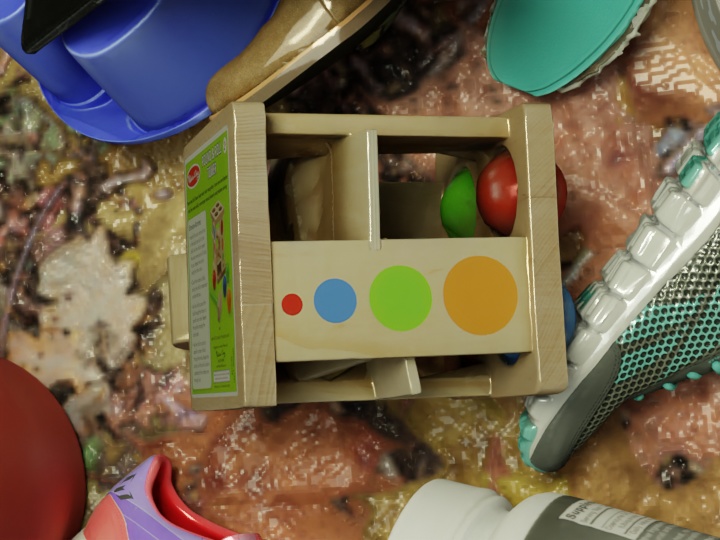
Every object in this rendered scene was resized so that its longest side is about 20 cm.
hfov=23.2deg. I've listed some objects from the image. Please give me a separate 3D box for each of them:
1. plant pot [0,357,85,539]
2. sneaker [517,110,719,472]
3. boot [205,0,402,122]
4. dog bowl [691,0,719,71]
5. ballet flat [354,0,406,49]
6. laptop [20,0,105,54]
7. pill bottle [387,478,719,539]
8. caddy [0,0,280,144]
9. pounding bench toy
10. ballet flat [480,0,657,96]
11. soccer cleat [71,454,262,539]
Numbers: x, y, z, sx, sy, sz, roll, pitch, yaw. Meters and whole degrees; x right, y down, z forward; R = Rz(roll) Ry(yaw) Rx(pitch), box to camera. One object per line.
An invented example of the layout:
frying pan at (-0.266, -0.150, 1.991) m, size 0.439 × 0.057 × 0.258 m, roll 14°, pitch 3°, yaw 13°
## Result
plant pot at (-0.233, 0.109, 0.841) m, size 0.200 × 0.177 × 0.201 m, roll -1°, pitch 88°, yaw 16°
sneaker at (0.149, 0.023, 0.791) m, size 0.091 × 0.078 × 0.200 m, roll 36°, pitch 106°, yaw -1°
boot at (-0.006, -0.145, 0.785) m, size 0.200 × 0.074 × 0.075 m, roll -43°, pitch 96°, yaw 8°
dog bowl at (0.244, -0.146, 0.776) m, size 0.200 × 0.059 × 0.200 m, roll 0°, pitch 88°, yaw 16°
ballet flat at (0.026, -0.203, 0.830) m, size 0.074 × 0.074 × 0.200 m, roll 10°, pitch 92°, yaw 16°
laptop at (-0.048, -0.197, 0.771) m, size 0.200 × 0.116 × 0.188 m, roll -22°, pitch 59°, yaw 50°
pill bottle at (0.112, 0.163, 0.765) m, size 0.200 × 0.114 × 0.114 m, roll 13°, pitch 91°, yaw 25°
caddy at (-0.099, -0.161, 0.851) m, size 0.141 × 0.105 × 0.200 m, roll 21°, pitch 82°, yaw 31°
pounding bench toy at (0.000, 0.000, 0.814) m, size 0.156 × 0.200 × 0.124 m, roll -1°, pitch 85°, yaw -16°
ballet flat at (0.124, -0.163, 0.796) m, size 0.072 × 0.072 × 0.200 m, roll 41°, pitch 131°, yaw 14°
soccer cleat at (-0.052, 0.171, 0.846) m, size 0.200 × 0.068 × 0.073 m, roll 36°, pitch 93°, yaw 17°
